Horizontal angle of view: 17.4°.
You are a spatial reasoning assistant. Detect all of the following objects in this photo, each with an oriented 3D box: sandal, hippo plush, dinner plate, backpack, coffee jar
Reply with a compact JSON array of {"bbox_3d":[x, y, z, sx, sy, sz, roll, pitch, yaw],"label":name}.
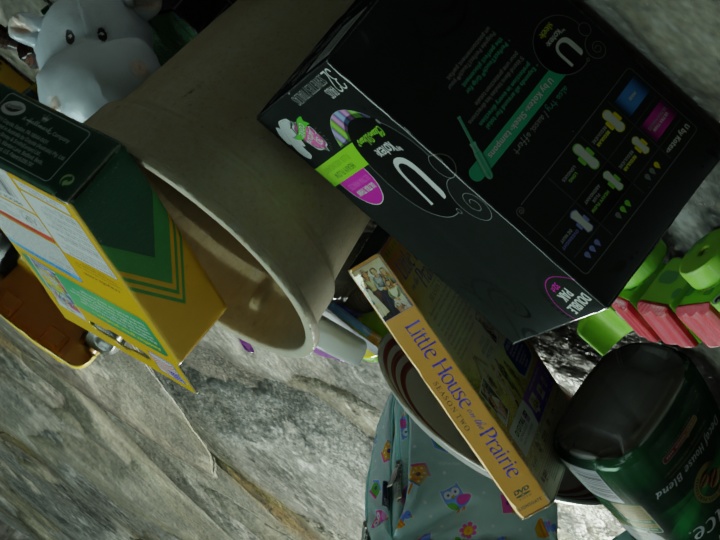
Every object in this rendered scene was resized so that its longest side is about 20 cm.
[{"bbox_3d":[-0.075,0.034,1.698,0.082,0.050,0.203,30,177,-36],"label":"sandal"},{"bbox_3d":[-0.142,-0.110,1.547,0.200,0.159,0.161,-99,2,-47],"label":"hippo plush"},{"bbox_3d":[0.097,0.106,1.643,0.200,0.024,0.200,25,-157,-12],"label":"dinner plate"},{"bbox_3d":[0.080,0.159,1.741,0.167,0.200,0.127,9,149,-15],"label":"backpack"},{"bbox_3d":[0.217,0.146,1.579,0.085,0.104,0.200,13,150,47],"label":"coffee jar"}]

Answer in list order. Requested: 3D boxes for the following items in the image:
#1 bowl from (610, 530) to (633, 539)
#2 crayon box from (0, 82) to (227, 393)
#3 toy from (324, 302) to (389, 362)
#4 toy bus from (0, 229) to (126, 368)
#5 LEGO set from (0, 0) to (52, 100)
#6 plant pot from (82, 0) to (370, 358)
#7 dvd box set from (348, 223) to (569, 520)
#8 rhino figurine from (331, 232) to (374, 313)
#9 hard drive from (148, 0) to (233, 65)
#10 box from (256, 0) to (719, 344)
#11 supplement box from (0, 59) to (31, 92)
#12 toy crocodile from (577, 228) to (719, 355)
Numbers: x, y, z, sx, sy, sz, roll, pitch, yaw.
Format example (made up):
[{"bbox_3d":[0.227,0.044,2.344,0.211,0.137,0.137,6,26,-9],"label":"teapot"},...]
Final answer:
[{"bbox_3d":[0.257,0.247,1.730,0.201,0.105,0.201,37,167,10],"label":"bowl"},{"bbox_3d":[-0.160,-0.021,1.393,0.126,0.052,0.200,27,158,34],"label":"crayon box"},{"bbox_3d":[-0.003,0.030,1.784,0.115,0.047,0.200,34,174,15],"label":"toy"},{"bbox_3d":[-0.200,-0.018,1.865,0.136,0.200,0.192,38,170,4],"label":"toy bus"},{"bbox_3d":[-0.253,-0.151,1.697,0.116,0.154,0.200,45,165,48],"label":"LEGO set"},{"bbox_3d":[-0.052,-0.081,1.421,0.200,0.183,0.200,35,163,13],"label":"plant pot"},{"bbox_3d":[0.072,0.051,1.548,0.200,0.029,0.146,55,-159,-10],"label":"dvd box set"},{"bbox_3d":[0.000,0.000,1.664,0.200,0.060,0.087,19,166,-27],"label":"rhino figurine"},{"bbox_3d":[-0.079,-0.118,1.624,0.200,0.038,0.140,45,161,-20],"label":"hard drive"},{"bbox_3d":[0.070,-0.076,1.289,0.200,0.124,0.149,41,163,-8],"label":"box"},{"bbox_3d":[-0.341,-0.050,2.038,0.133,0.200,0.197,39,163,-3],"label":"supplement box"},{"bbox_3d":[0.194,0.019,1.379,0.068,0.062,0.200,46,161,-21],"label":"toy crocodile"}]
